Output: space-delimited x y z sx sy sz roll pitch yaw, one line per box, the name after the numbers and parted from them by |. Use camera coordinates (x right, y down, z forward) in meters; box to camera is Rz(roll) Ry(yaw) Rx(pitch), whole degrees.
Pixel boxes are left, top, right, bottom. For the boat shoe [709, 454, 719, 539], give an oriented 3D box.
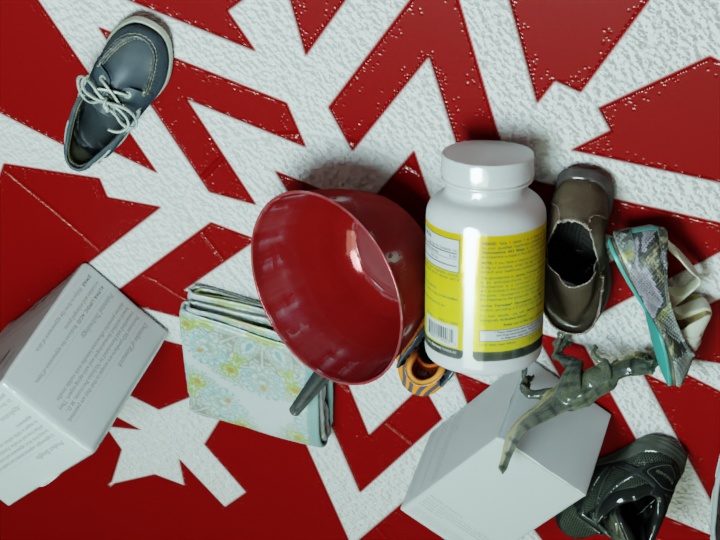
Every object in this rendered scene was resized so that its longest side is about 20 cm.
0.397 0.211 1.721 0.074 0.065 0.202 19 138 8 | boat shoe

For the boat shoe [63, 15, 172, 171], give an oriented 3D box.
-0.244 -0.170 1.655 0.075 0.062 0.200 36 138 -9 | boat shoe

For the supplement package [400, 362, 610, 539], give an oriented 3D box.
0.153 0.205 1.799 0.117 0.117 0.200 35 139 -9 | supplement package

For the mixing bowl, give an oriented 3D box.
0.000 0.000 1.647 0.200 0.108 0.201 24 127 36 | mixing bowl

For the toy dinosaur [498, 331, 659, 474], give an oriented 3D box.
0.202 0.115 1.683 0.200 0.088 0.048 -33 134 -1 | toy dinosaur

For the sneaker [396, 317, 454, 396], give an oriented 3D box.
0.065 0.086 1.724 0.077 0.112 0.200 21 139 6 | sneaker

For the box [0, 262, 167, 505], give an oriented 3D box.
-0.355 0.131 1.918 0.131 0.200 0.199 42 136 -15 | box

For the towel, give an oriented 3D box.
-0.115 0.110 1.893 0.171 0.048 0.200 16 138 15 | towel

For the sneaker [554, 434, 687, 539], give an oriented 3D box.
0.263 0.259 1.804 0.076 0.114 0.199 38 139 -11 | sneaker

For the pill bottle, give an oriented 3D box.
0.116 -0.014 1.562 0.112 0.112 0.201 8 112 20 | pill bottle

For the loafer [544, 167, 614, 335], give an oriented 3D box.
0.196 -0.006 1.594 0.073 0.071 0.200 11 137 17 | loafer

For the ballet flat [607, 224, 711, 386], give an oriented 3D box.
0.294 0.033 1.592 0.072 0.072 0.201 -3 135 29 | ballet flat

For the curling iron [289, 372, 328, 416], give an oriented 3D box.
-0.018 0.089 1.786 0.026 0.050 0.200 24 126 -31 | curling iron
